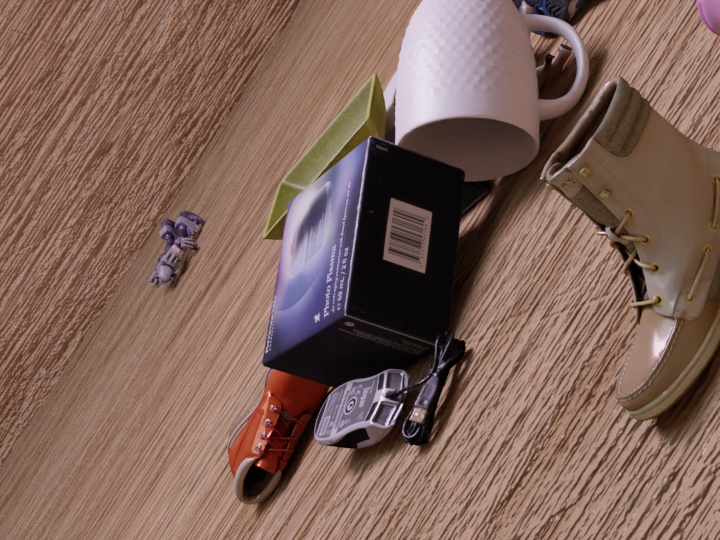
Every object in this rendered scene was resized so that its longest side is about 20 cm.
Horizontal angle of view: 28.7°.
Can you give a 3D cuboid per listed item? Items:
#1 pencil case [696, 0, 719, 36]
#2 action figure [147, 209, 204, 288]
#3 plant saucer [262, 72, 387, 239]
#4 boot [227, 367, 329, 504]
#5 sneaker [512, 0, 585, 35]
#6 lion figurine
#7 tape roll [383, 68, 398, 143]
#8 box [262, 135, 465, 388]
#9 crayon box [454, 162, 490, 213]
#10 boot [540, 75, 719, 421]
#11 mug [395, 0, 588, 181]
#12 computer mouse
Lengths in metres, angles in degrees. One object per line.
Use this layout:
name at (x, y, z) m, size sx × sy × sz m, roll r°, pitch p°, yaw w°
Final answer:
pencil case at (0.343, -0.239, 1.058) m, size 0.200 × 0.087 × 0.088 m, roll -30°, pitch 31°, yaw 60°
action figure at (-0.374, -0.039, 2.837) m, size 0.130 × 0.069 × 0.201 m, roll -38°, pitch 27°, yaw 31°
plant saucer at (-0.032, -0.130, 1.726) m, size 0.200 × 0.048 × 0.200 m, roll -48°, pitch 14°, yaw 20°
boot at (-0.086, 0.172, 1.572) m, size 0.201 × 0.075 × 0.107 m, roll -59°, pitch 17°, yaw 26°
sneaker at (0.240, -0.329, 1.585) m, size 0.077 × 0.076 × 0.200 m, roll -35°, pitch 2°, yaw -28°
lion figurine at (0.165, -0.234, 1.585) m, size 0.200 × 0.072 × 0.123 m, roll -105°, pitch 35°, yaw -57°
tape roll at (0.098, -0.236, 1.798) m, size 0.203 × 0.071 × 0.203 m, roll -50°, pitch 17°, yaw 22°
box at (0.000, 0.000, 1.462) m, size 0.198 × 0.123 × 0.201 m, roll -34°, pitch 43°, yaw 57°
crayon box at (0.079, -0.091, 1.612) m, size 0.200 × 0.051 × 0.127 m, roll -43°, pitch 22°, yaw 43°
boot at (0.184, -0.016, 0.957) m, size 0.201 × 0.154 × 0.072 m, roll -61°, pitch 16°, yaw -17°
mug at (0.135, -0.204, 1.451) m, size 0.148 × 0.199 × 0.176 m, roll 61°, pitch -152°, yaw -65°
computer mouse at (0.026, 0.132, 1.360) m, size 0.200 × 0.044 × 0.110 m, roll -24°, pitch 40°, yaw 53°
